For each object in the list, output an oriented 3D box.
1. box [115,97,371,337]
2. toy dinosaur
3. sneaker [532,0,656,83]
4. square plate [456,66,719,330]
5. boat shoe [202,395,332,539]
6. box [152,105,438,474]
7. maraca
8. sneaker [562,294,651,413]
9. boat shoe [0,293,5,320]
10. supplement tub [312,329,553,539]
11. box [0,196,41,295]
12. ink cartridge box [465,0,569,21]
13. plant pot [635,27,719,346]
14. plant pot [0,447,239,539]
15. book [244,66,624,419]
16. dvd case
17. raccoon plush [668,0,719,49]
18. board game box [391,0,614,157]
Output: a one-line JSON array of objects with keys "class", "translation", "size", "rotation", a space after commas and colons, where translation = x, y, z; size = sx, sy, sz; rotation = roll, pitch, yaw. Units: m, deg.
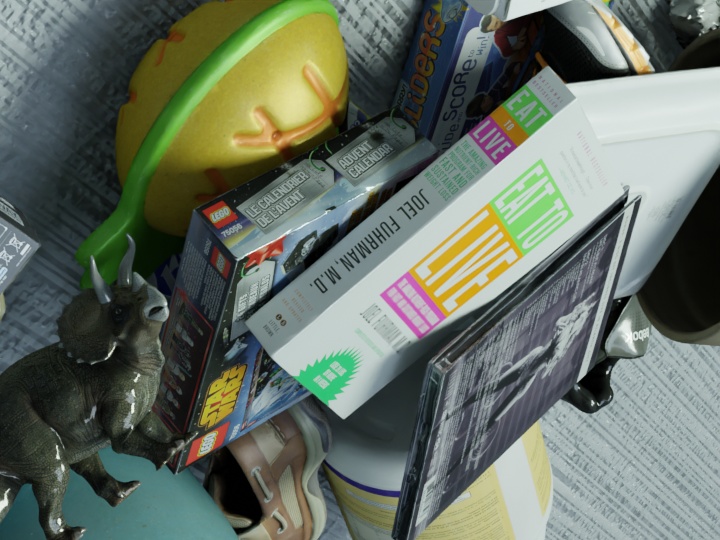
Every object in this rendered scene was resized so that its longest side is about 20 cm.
[{"class": "box", "translation": [-0.062, -0.013, 1.257], "size": [0.200, 0.070, 0.064], "rotation": [-49, 147, 1]}, {"class": "toy dinosaur", "translation": [-0.151, 0.076, 1.135], "size": [0.200, 0.102, 0.077], "rotation": [-40, 180, 19]}, {"class": "sneaker", "translation": [0.133, -0.096, 1.328], "size": [0.077, 0.078, 0.201], "rotation": [-28, 139, -7]}, {"class": "square plate", "translation": [0.137, -0.037, 1.320], "size": [0.197, 0.029, 0.201], "rotation": [-9, 142, -35]}, {"class": "boat shoe", "translation": [-0.067, 0.133, 1.378], "size": [0.072, 0.076, 0.201], "rotation": [-34, 153, -23]}, {"class": "box", "translation": [-0.042, 0.013, 1.171], "size": [0.136, 0.040, 0.201], "rotation": [-30, 156, -32]}, {"class": "maraca", "translation": [-0.080, -0.065, 1.159], "size": [0.200, 0.107, 0.137], "rotation": [-52, 161, 21]}, {"class": "sneaker", "translation": [0.173, 0.015, 1.527], "size": [0.066, 0.090, 0.201], "rotation": [-13, 132, -41]}, {"class": "boat shoe", "translation": [-0.238, 0.065, 1.141], "size": [0.074, 0.068, 0.201], "rotation": [-14, 135, -45]}, {"class": "supplement tub", "translation": [0.049, 0.121, 1.446], "size": [0.145, 0.145, 0.201], "rotation": [-38, 145, -14]}, {"class": "box", "translation": [-0.272, 0.016, 1.026], "size": [0.157, 0.050, 0.200], "rotation": [36, 95, -32]}, {"class": "ink cartridge box", "translation": [0.110, -0.223, 1.175], "size": [0.199, 0.146, 0.084], "rotation": [-22, 139, -33]}, {"class": "plant pot", "translation": [0.291, -0.045, 1.412], "size": [0.172, 0.200, 0.201], "rotation": [6, 122, -21]}, {"class": "plant pot", "translation": [-0.141, 0.213, 1.290], "size": [0.199, 0.188, 0.201], "rotation": [-29, 142, -25]}, {"class": "book", "translation": [0.039, -0.013, 1.156], "size": [0.200, 0.048, 0.134], "rotation": [-40, 159, 1]}, {"class": "dvd case", "translation": [0.091, 0.054, 1.278], "size": [0.200, 0.016, 0.149], "rotation": [-39, 151, -38]}, {"class": "raccoon plush", "translation": [0.302, -0.164, 1.502], "size": [0.134, 0.097, 0.200], "rotation": [-53, 146, -7]}, {"class": "board game box", "translation": [0.093, -0.149, 1.326], "size": [0.135, 0.034, 0.201], "rotation": [-11, 130, -42]}]
